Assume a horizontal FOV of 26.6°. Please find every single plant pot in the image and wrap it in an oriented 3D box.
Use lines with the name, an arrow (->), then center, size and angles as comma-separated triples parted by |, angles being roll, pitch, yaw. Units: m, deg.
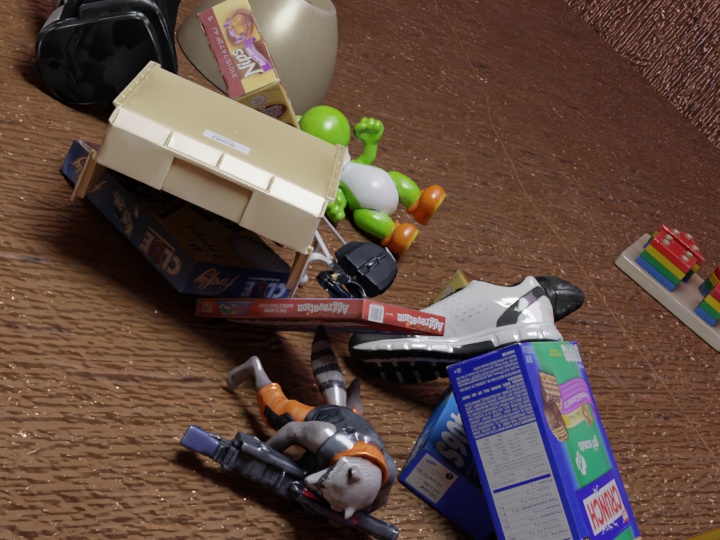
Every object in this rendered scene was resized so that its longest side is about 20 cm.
plant pot -> -0.105, -0.292, 1.868 | 0.200, 0.135, 0.200 | 31, 22, -14

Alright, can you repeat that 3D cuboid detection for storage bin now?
storage bin -> -0.123, -0.081, 1.312 | 0.200, 0.094, 0.199 | 24, 19, -5

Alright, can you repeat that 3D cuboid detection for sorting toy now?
sorting toy -> 0.495, 0.011, 2.274 | 0.200, 0.070, 0.199 | 41, 22, 10

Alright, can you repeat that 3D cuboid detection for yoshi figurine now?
yoshi figurine -> -0.006, -0.112, 1.701 | 0.200, 0.112, 0.112 | 36, 25, 3

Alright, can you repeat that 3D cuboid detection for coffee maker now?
coffee maker -> -0.233, -0.271, 1.553 | 0.135, 0.192, 0.200 | 50, 17, -33

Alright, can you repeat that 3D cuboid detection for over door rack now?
over door rack -> -0.023, 0.003, 1.516 | 0.200, 0.067, 0.148 | 36, 19, -42

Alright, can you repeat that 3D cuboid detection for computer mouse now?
computer mouse -> 0.000, 0.000, 1.369 | 0.059, 0.034, 0.200 | 48, 12, 1

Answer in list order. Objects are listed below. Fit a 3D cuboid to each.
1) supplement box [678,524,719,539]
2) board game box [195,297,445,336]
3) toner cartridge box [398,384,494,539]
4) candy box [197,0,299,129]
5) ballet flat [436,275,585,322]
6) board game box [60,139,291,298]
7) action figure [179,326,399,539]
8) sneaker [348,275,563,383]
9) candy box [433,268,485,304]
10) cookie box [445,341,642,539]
supplement box -> 0.311, 0.295, 1.167 | 0.133, 0.197, 0.200 | 7, 60, -52
board game box -> -0.037, 0.039, 1.297 | 0.200, 0.019, 0.103 | 0, -11, 43
toner cartridge box -> 0.104, 0.165, 1.401 | 0.095, 0.043, 0.200 | 39, 22, 0
candy box -> -0.102, -0.174, 1.571 | 0.200, 0.056, 0.117 | 66, 2, -62
ballet flat -> 0.138, 0.049, 1.528 | 0.057, 0.200, 0.067 | 9, 75, -40
board game box -> -0.165, -0.044, 1.382 | 0.135, 0.035, 0.200 | 9, 28, -51
action figure -> -0.043, 0.122, 1.188 | 0.200, 0.105, 0.193 | 28, 13, -31
sneaker -> 0.087, 0.055, 1.438 | 0.074, 0.200, 0.080 | 83, 1, -62
candy box -> 0.155, 0.091, 1.611 | 0.117, 0.056, 0.200 | 26, 23, -25
cookie box -> 0.163, 0.166, 1.316 | 0.171, 0.075, 0.200 | 5, 67, -65
